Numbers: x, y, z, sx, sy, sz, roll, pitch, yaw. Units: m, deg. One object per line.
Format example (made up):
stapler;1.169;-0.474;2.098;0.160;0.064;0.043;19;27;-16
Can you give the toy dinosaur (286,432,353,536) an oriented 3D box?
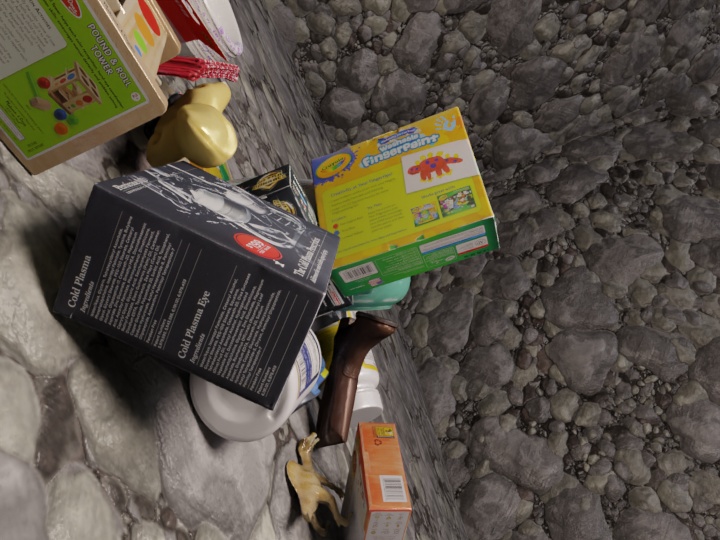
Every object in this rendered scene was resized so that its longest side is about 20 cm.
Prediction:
toy dinosaur;-0.062;0.289;0.750;0.102;0.058;0.200;52;5;-13

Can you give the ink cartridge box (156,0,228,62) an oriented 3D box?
ink cartridge box;-0.254;-0.315;0.667;0.199;0.050;0.163;42;-6;27

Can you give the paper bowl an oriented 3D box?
paper bowl;-0.275;-0.423;0.938;0.201;0.102;0.205;-23;91;-84

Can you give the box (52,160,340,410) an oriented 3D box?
box;-0.121;-0.002;0.512;0.179;0.106;0.200;24;14;-5

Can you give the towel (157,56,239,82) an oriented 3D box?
towel;-0.223;-0.229;0.665;0.200;0.141;0.023;-88;-177;-73

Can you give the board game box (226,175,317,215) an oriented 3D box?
board game box;-0.113;-0.098;0.854;0.200;0.143;0.066;-53;146;-77

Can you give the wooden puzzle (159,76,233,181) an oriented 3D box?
wooden puzzle;-0.223;-0.161;0.832;0.200;0.036;0.189;28;42;-79

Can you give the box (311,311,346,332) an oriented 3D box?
box;-0.092;0.014;0.914;0.199;0.049;0.162;-14;96;-66

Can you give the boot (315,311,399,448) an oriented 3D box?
boot;-0.012;0.169;0.874;0.186;0.063;0.205;151;-44;-69

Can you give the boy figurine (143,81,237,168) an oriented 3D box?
boy figurine;-0.181;-0.158;0.641;0.065;0.125;0.199;47;-11;-31

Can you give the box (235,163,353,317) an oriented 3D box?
box;-0.114;-0.012;0.722;0.047;0.156;0.202;-98;165;-48

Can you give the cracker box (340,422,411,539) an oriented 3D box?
cracker box;0.014;0.324;0.781;0.135;0.056;0.204;-101;-162;-57

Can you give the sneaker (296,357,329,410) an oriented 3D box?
sneaker;-0.094;0.147;0.834;0.080;0.065;0.200;59;6;-3

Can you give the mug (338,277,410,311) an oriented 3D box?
mug;-0.006;0.000;0.869;0.184;0.149;0.118;-1;88;-60

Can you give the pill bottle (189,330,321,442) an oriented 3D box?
pill bottle;-0.104;0.107;0.661;0.200;0.109;0.113;-14;82;-83

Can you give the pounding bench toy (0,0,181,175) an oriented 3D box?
pounding bench toy;-0.247;-0.216;0.452;0.158;0.122;0.202;-104;169;-50

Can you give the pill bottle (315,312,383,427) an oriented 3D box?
pill bottle;-0.032;0.162;1.036;0.115;0.112;0.204;55;15;-60

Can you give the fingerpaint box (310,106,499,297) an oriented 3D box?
fingerpaint box;0.049;-0.082;0.712;0.074;0.196;0.170;56;19;-56
